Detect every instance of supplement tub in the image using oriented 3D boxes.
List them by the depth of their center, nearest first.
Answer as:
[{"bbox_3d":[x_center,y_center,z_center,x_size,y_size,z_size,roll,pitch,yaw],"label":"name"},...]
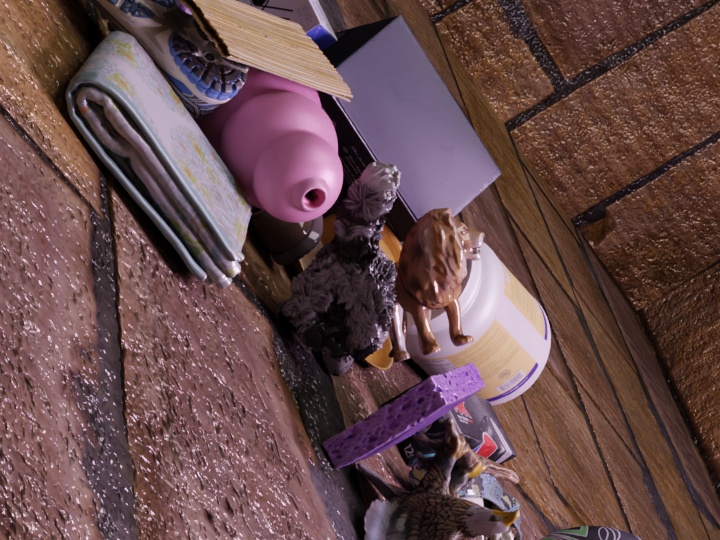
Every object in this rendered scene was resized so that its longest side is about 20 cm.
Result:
[{"bbox_3d":[0.106,0.046,1.967,0.200,0.145,0.146,45,19,-50],"label":"supplement tub"}]

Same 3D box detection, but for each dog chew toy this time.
[{"bbox_3d":[-0.077,-0.111,1.598,0.125,0.124,0.200,49,2,-39],"label":"dog chew toy"}]

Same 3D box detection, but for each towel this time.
[{"bbox_3d":[-0.158,-0.090,1.466,0.200,0.048,0.171,56,9,-15],"label":"towel"}]

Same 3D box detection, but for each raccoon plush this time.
[{"bbox_3d":[0.009,0.003,1.626,0.097,0.200,0.134,33,11,8],"label":"raccoon plush"}]

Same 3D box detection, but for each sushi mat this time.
[{"bbox_3d":[-0.083,-0.198,1.576,0.096,0.012,0.200,53,20,24],"label":"sushi mat"}]

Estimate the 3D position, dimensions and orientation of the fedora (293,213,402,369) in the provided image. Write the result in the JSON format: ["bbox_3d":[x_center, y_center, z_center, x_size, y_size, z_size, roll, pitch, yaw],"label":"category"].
[{"bbox_3d":[0.000,0.000,1.792,0.201,0.082,0.201,56,13,-19],"label":"fedora"}]

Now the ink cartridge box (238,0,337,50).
[{"bbox_3d":[-0.106,-0.287,1.821,0.044,0.094,0.200,37,24,-60],"label":"ink cartridge box"}]

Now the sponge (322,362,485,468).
[{"bbox_3d":[0.043,0.126,1.596,0.030,0.111,0.200,58,12,7],"label":"sponge"}]

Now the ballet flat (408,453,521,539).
[{"bbox_3d":[0.106,0.228,1.728,0.200,0.074,0.074,35,27,-55],"label":"ballet flat"}]

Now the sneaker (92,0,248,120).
[{"bbox_3d":[-0.189,-0.205,1.560,0.200,0.085,0.077,48,49,5],"label":"sneaker"}]

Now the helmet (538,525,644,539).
[{"bbox_3d":[0.205,0.316,1.574,0.191,0.199,0.200,81,-7,-46],"label":"helmet"}]

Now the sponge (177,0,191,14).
[{"bbox_3d":[-0.155,-0.239,1.834,0.112,0.030,0.200,52,14,-28],"label":"sponge"}]

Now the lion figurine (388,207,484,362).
[{"bbox_3d":[0.052,0.017,1.677,0.200,0.072,0.123,-22,-98,65],"label":"lion figurine"}]

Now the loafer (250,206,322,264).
[{"bbox_3d":[-0.077,-0.091,1.724,0.071,0.073,0.200,51,14,-33],"label":"loafer"}]

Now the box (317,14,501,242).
[{"bbox_3d":[0.007,-0.137,1.859,0.197,0.117,0.200,56,-24,-16],"label":"box"}]

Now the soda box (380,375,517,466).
[{"bbox_3d":[0.091,0.161,1.824,0.071,0.063,0.200,63,13,19],"label":"soda box"}]

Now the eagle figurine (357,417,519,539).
[{"bbox_3d":[0.070,0.229,1.502,0.151,0.151,0.200,16,62,-11],"label":"eagle figurine"}]
